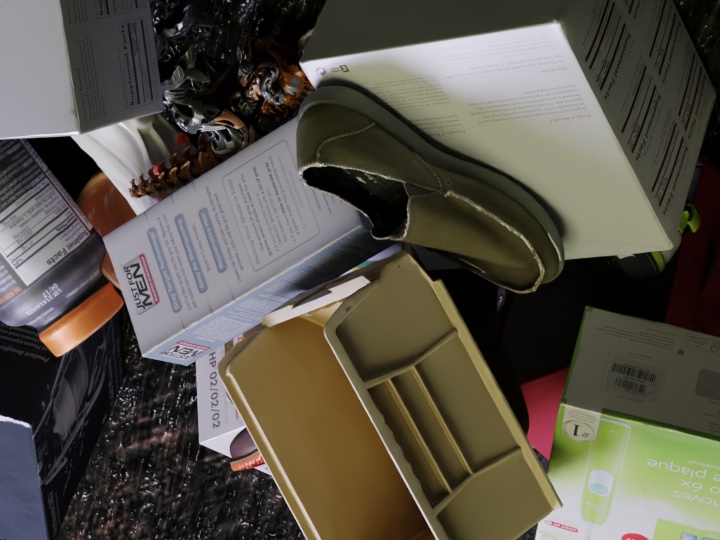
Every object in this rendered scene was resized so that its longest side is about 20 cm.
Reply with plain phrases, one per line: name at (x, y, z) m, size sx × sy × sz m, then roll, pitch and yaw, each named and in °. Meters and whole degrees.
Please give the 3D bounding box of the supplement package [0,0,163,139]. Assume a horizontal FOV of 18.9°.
supplement package at (-0.237, -0.194, 1.457) m, size 0.155 × 0.111 × 0.202 m, roll -2°, pitch 101°, yaw 27°

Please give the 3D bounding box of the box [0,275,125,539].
box at (-0.292, 0.096, 1.847) m, size 0.123 × 0.197 × 0.201 m, roll 15°, pitch 143°, yaw 9°

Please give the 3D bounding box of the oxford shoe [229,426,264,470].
oxford shoe at (-0.037, 0.082, 1.613) m, size 0.200 × 0.071 × 0.073 m, roll -40°, pitch 77°, yaw 32°

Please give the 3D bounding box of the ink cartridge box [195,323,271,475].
ink cartridge box at (-0.072, 0.095, 1.744) m, size 0.068 × 0.116 × 0.200 m, roll -22°, pitch 147°, yaw 29°

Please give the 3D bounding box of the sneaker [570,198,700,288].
sneaker at (0.172, -0.049, 1.513) m, size 0.072 × 0.083 × 0.200 m, roll 52°, pitch 173°, yaw -34°

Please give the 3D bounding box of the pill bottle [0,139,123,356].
pill bottle at (-0.274, -0.030, 1.714) m, size 0.106 × 0.106 × 0.200 m, roll -27°, pitch 103°, yaw 45°

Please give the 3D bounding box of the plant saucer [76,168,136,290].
plant saucer at (-0.133, -0.027, 1.749) m, size 0.199 × 0.038 × 0.201 m, roll 13°, pitch 141°, yaw 11°

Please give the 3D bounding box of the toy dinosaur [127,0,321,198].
toy dinosaur at (-0.094, -0.117, 1.548) m, size 0.136 × 0.200 × 0.102 m, roll 39°, pitch -175°, yaw -27°

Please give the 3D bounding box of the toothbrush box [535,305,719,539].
toothbrush box at (0.201, 0.129, 1.452) m, size 0.145 × 0.086 × 0.201 m, roll 14°, pitch 144°, yaw 8°

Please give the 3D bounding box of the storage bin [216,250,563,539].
storage bin at (0.012, 0.105, 1.440) m, size 0.199 × 0.093 × 0.200 m, roll 61°, pitch 155°, yaw -3°

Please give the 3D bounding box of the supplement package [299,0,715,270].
supplement package at (0.102, -0.125, 1.417) m, size 0.190 × 0.148 × 0.200 m, roll -5°, pitch 136°, yaw 32°

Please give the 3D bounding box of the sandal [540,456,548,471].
sandal at (0.208, 0.138, 1.772) m, size 0.075 × 0.045 × 0.200 m, roll 31°, pitch 148°, yaw -1°

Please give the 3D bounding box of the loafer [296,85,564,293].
loafer at (0.038, -0.037, 1.378) m, size 0.199 × 0.070 × 0.075 m, roll 30°, pitch 144°, yaw -9°

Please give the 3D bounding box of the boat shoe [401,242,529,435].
boat shoe at (0.058, 0.043, 1.513) m, size 0.074 × 0.201 × 0.066 m, roll 6°, pitch 150°, yaw -32°

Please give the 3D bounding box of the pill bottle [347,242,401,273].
pill bottle at (0.000, 0.000, 1.653) m, size 0.112 × 0.113 × 0.201 m, roll 16°, pitch 142°, yaw 8°

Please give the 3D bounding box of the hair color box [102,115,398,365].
hair color box at (-0.079, -0.023, 1.543) m, size 0.199 × 0.100 × 0.061 m, roll -30°, pitch 158°, yaw 22°

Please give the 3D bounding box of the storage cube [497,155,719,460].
storage cube at (0.220, 0.056, 1.565) m, size 0.180 × 0.172 × 0.199 m, roll 41°, pitch 139°, yaw -26°

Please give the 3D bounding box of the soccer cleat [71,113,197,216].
soccer cleat at (-0.172, -0.092, 1.642) m, size 0.077 × 0.069 × 0.201 m, roll -18°, pitch 105°, yaw 52°
